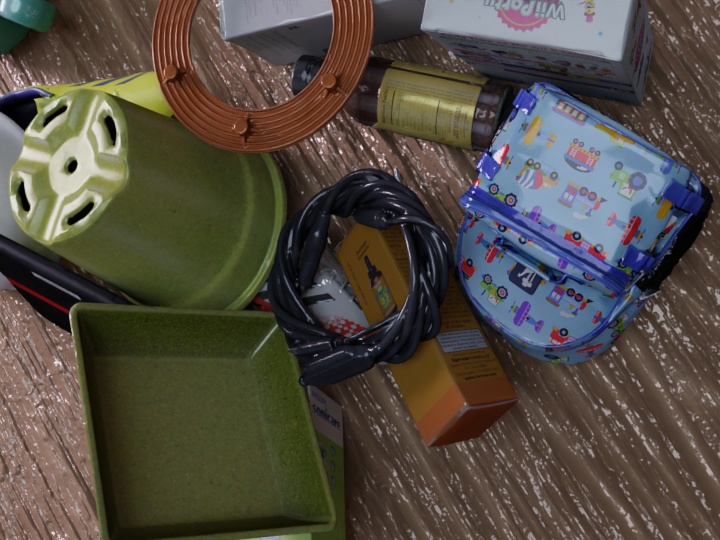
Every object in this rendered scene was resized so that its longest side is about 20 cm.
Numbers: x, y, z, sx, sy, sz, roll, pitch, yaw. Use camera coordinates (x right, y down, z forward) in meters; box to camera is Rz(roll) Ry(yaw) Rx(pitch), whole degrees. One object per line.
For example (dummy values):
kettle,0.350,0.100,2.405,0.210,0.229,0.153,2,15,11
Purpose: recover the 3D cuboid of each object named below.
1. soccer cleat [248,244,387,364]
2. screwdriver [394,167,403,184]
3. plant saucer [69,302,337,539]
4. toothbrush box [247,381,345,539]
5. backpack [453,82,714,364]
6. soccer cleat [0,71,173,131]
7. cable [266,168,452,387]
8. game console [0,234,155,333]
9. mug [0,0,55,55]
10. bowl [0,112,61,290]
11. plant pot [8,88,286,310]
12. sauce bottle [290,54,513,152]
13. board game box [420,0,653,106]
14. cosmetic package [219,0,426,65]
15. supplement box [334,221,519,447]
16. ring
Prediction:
soccer cleat,-0.029,0.020,0.914,0.198,0.068,0.086,22,101,23
screwdriver,0.056,0.005,0.903,0.029,0.028,0.202,-20,84,-11
plant saucer,-0.133,0.128,0.813,0.048,0.197,0.202,-46,50,42
toothbrush box,-0.093,0.214,0.890,0.144,0.086,0.203,-10,63,18
backpack,0.158,-0.027,0.813,0.182,0.134,0.201,37,104,17
soccer cleat,-0.272,-0.156,0.991,0.197,0.084,0.066,-6,88,19
cable,0.000,0.000,0.827,0.199,0.050,0.165,-29,60,42
game console,-0.249,0.036,0.940,0.198,0.178,0.031,24,67,18
mug,-0.391,-0.277,1.018,0.151,0.114,0.186,-35,80,15
bowl,-0.395,-0.056,0.994,0.198,0.090,0.204,12,118,23
plant pot,-0.195,-0.062,0.883,0.198,0.184,0.203,-9,72,27
sauce bottle,0.035,-0.154,0.893,0.198,0.065,0.066,17,95,20
board game box,0.145,-0.184,0.781,0.146,0.200,0.065,14,96,18
cosmetic package,-0.013,-0.246,0.885,0.197,0.113,0.082,-6,86,21
supplement box,0.051,0.042,0.848,0.067,0.068,0.202,-51,56,41
ring,-0.085,-0.198,0.832,0.197,0.019,0.204,-2,82,16
